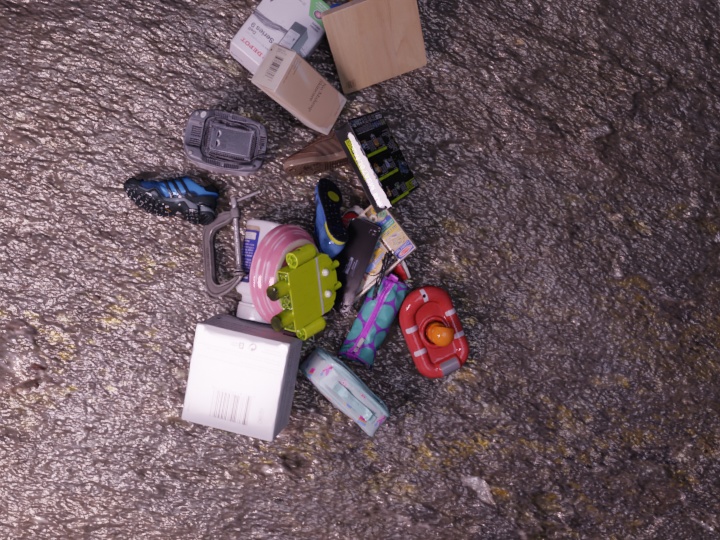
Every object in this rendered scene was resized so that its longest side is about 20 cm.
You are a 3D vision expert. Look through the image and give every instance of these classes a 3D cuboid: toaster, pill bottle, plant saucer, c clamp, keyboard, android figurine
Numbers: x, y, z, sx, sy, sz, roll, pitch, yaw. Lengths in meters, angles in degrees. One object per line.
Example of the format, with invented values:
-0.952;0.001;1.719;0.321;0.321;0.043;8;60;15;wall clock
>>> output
-0.269;-0.258;1.670;0.196;0.129;0.116;9;88;-10;toaster
-0.197;0.004;1.685;0.117;0.120;0.204;12;87;-11;pill bottle
-0.139;0.011;1.622;0.199;0.050;0.205;-17;111;-53;plant saucer
-0.269;-0.052;1.657;0.027;0.168;0.205;15;68;-52;c clamp
0.000;0.000;1.693;0.125;0.021;0.203;24;96;15;keyboard
-0.105;0.040;1.600;0.199;0.040;0.186;-27;119;-48;android figurine

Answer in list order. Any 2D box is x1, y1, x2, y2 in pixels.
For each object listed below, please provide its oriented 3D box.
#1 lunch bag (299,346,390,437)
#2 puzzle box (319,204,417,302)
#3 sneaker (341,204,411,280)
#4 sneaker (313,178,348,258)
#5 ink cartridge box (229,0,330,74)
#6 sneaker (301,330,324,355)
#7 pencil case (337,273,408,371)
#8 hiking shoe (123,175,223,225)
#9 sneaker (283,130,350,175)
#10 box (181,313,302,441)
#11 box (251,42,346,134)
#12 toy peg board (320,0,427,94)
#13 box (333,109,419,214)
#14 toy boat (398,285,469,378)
-0.028;0.252;1.687;0.200;0.160;0.077;44;81;-16;lunch bag
0.007;-0.036;1.715;0.199;0.025;0.134;-41;81;12;puzzle box
0.030;-0.047;1.763;0.085;0.077;0.200;-42;87;2;sneaker
-0.076;-0.109;1.711;0.065;0.079;0.203;16;43;-29;sneaker
-0.164;-0.501;1.718;0.145;0.084;0.201;37;83;-8;ink cartridge box
-0.120;0.137;1.723;0.088;0.067;0.205;9;84;-6;sneaker
0.029;0.107;1.742;0.084;0.092;0.203;24;83;7;pencil case
-0.390;-0.159;1.684;0.196;0.075;0.088;18;61;-9;hiking shoe
-0.078;-0.260;1.750;0.196;0.071;0.077;-13;75;-16;sneaker
-0.234;0.211;1.630;0.195;0.131;0.204;12;96;7;box
-0.122;-0.370;1.665;0.077;0.199;0.096;30;91;35;box
0.023;-0.512;1.722;0.196;0.202;0.099;-20;49;0;toy peg board
0.038;-0.233;1.705;0.047;0.200;0.196;-23;97;26;box
0.165;0.133;1.749;0.128;0.131;0.203;-23;94;-11;toy boat
